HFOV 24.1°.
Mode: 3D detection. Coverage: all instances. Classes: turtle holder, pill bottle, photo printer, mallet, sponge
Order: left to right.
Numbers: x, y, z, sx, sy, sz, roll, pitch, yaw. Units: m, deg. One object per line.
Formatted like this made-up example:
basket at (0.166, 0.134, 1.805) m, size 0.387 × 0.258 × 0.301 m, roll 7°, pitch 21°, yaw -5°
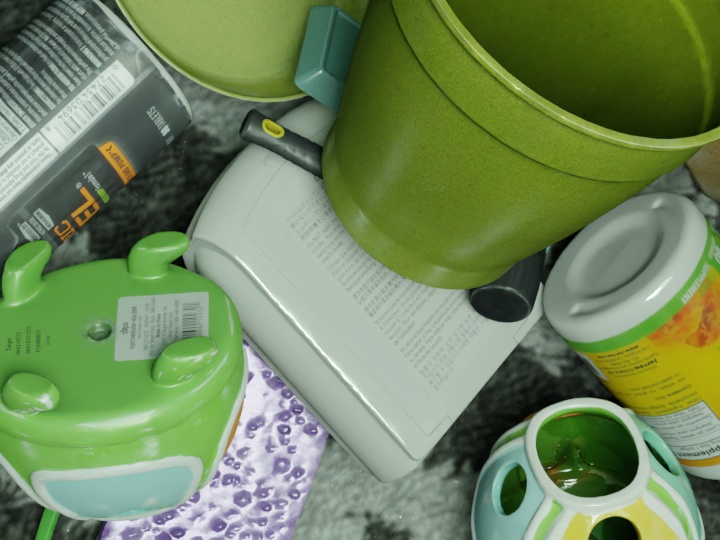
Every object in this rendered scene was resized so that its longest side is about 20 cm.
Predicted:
pill bottle at (-0.201, -0.059, 0.971) m, size 0.200 × 0.106 × 0.106 m, roll -44°, pitch 98°, yaw -7°
turtle holder at (-0.151, 0.075, 0.920) m, size 0.185 × 0.141 × 0.132 m, roll -25°, pitch 135°, yaw -23°
sponge at (-0.082, 0.110, 1.034) m, size 0.111 × 0.030 × 0.201 m, roll 22°, pitch 86°, yaw -11°
photo printer at (0.000, 0.000, 1.006) m, size 0.200 × 0.069 × 0.166 m, roll 48°, pitch 58°, yaw -8°
mallet at (0.024, -0.046, 0.973) m, size 0.199 × 0.041 × 0.066 m, roll 33°, pitch 52°, yaw -12°
turtle holder at (0.131, 0.161, 0.985) m, size 0.140 × 0.132 × 0.186 m, roll 6°, pitch 46°, yaw 12°
pill bottle at (0.211, 0.056, 1.036) m, size 0.111 × 0.111 × 0.200 m, roll -47°, pitch 115°, yaw -7°

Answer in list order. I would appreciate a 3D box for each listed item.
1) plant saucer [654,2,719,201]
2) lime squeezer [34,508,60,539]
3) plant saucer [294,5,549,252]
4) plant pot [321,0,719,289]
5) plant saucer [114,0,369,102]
plant saucer at (0.189, -0.115, 1.006) m, size 0.035 × 0.200 × 0.201 m, roll -28°, pitch 96°, yaw 13°
lime squeezer at (-0.197, 0.087, 1.014) m, size 0.070 × 0.038 × 0.201 m, roll -16°, pitch 95°, yaw 21°
plant saucer at (0.048, -0.087, 1.021) m, size 0.199 × 0.019 × 0.070 m, roll 33°, pitch 45°, yaw -25°
plant pot at (0.073, -0.093, 0.884) m, size 0.199 × 0.193 × 0.201 m, roll 14°, pitch 53°, yaw -20°
plant saucer at (-0.076, -0.194, 1.003) m, size 0.199 × 0.031 × 0.201 m, roll 9°, pitch 75°, yaw -33°
